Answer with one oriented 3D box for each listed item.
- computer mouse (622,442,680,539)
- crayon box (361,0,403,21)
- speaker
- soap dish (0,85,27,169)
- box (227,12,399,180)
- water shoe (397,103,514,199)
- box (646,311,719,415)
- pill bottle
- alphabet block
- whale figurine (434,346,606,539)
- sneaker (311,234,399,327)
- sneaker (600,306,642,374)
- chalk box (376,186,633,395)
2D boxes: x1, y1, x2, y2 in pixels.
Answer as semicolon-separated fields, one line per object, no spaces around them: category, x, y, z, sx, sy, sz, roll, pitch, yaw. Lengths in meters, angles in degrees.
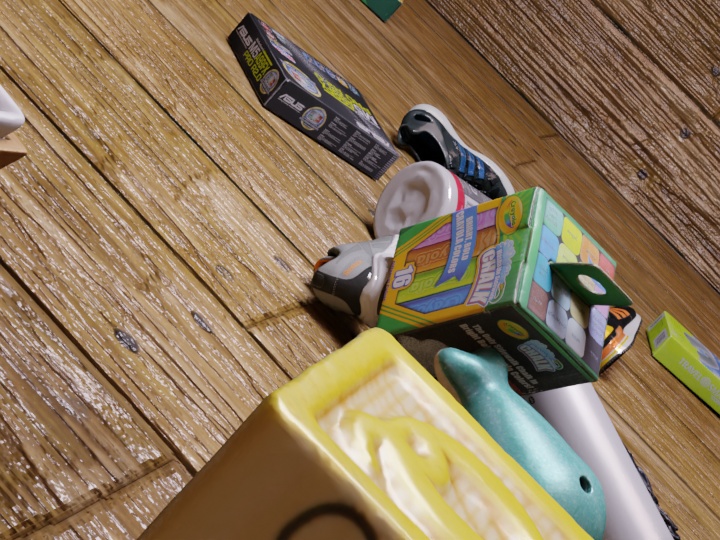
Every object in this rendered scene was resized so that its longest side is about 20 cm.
computer mouse;0.247;0.194;1.616;0.200;0.053;0.139;53;9;-24
crayon box;-0.008;-0.543;2.875;0.200;0.052;0.126;43;16;-8
speaker;0.199;0.173;1.414;0.081;0.081;0.201;13;47;-62
soap dish;-0.313;-0.118;0.963;0.157;0.081;0.200;48;16;14
box;-0.056;-0.209;1.906;0.199;0.044;0.161;31;20;-38
water shoe;0.125;-0.135;2.168;0.200;0.071;0.079;43;43;-7
box;0.521;0.158;2.398;0.200;0.048;0.122;41;16;-7
pill bottle;0.115;-0.032;1.755;0.199;0.111;0.111;30;20;-41
alphabet block;-0.013;0.173;0.743;0.195;0.200;0.196;45;15;4
whale figurine;0.124;0.147;1.232;0.158;0.103;0.202;4;65;-49
sneaker;0.000;0.000;1.466;0.079;0.075;0.200;16;8;4
sneaker;0.312;0.064;2.070;0.090;0.070;0.200;47;18;-1
chalk box;0.132;0.021;1.333;0.125;0.199;0.125;42;48;-35
